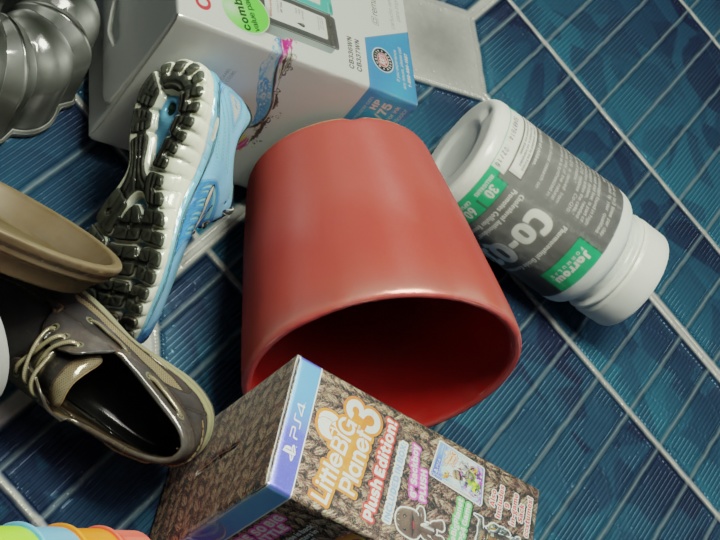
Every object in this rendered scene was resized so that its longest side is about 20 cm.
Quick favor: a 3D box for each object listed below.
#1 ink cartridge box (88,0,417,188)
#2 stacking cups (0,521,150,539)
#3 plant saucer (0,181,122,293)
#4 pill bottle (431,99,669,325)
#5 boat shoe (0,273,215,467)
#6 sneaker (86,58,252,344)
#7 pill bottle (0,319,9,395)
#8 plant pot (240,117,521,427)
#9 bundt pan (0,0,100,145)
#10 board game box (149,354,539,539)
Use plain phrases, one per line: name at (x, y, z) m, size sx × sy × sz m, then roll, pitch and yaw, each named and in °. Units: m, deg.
ink cartridge box at (-0.085, -0.165, 1.167) m, size 0.200 × 0.146 × 0.147 m, roll 16°, pitch 50°, yaw -30°
stacking cups at (-0.185, 0.174, 0.911) m, size 0.200 × 0.060 × 0.061 m, roll 15°, pitch 53°, yaw -59°
plant saucer at (-0.243, -0.037, 0.978) m, size 0.200 × 0.200 × 0.030 m, roll 27°, pitch 93°, yaw -24°
pill bottle at (0.156, -0.045, 1.318) m, size 0.200 × 0.113 × 0.113 m, roll 34°, pitch 49°, yaw -17°
boat shoe at (-0.180, 0.056, 0.990) m, size 0.200 × 0.073 × 0.075 m, roll 30°, pitch 93°, yaw -3°
sneaker at (-0.122, -0.038, 1.076) m, size 0.090 × 0.078 × 0.200 m, roll 19°, pitch 93°, yaw -50°
pill bottle at (-0.310, 0.067, 0.881) m, size 0.200 × 0.120 × 0.120 m, roll -32°, pitch 87°, yaw -44°
plant pot at (0.000, 0.000, 1.128) m, size 0.200 × 0.200 × 0.178 m, roll 12°, pitch 50°, yaw -33°
bundt pan at (-0.270, -0.193, 1.096) m, size 0.202 × 0.076 × 0.202 m, roll 18°, pitch 55°, yaw -29°
board game box at (-0.012, 0.169, 1.028) m, size 0.200 × 0.159 × 0.097 m, roll 31°, pitch 49°, yaw -21°
